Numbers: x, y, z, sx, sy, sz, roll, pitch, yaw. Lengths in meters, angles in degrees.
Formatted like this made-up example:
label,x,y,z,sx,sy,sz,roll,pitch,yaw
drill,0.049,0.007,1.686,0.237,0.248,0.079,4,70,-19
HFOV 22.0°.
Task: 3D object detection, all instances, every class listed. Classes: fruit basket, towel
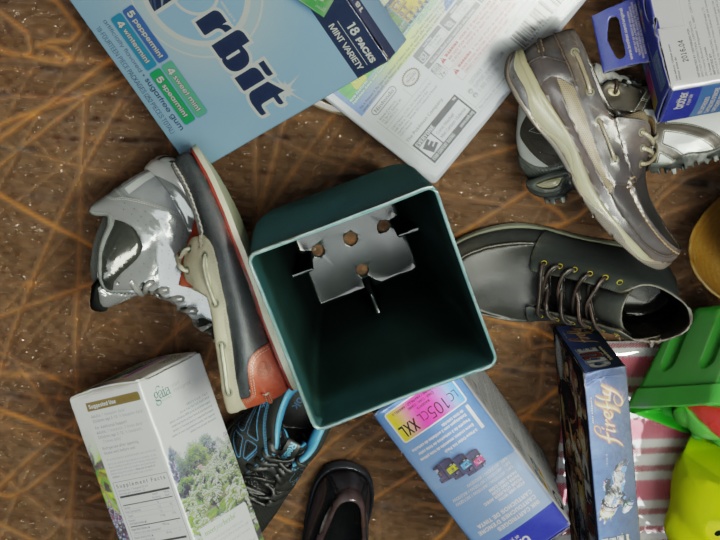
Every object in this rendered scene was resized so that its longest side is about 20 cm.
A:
label,x,y,z,sx,sy,sz,roll,pitch,yaw
fruit basket,0.314,0.145,1.471,0.215,0.155,0.217,3,84,-27
towel,0.234,0.153,1.547,0.146,0.030,0.201,0,103,-6

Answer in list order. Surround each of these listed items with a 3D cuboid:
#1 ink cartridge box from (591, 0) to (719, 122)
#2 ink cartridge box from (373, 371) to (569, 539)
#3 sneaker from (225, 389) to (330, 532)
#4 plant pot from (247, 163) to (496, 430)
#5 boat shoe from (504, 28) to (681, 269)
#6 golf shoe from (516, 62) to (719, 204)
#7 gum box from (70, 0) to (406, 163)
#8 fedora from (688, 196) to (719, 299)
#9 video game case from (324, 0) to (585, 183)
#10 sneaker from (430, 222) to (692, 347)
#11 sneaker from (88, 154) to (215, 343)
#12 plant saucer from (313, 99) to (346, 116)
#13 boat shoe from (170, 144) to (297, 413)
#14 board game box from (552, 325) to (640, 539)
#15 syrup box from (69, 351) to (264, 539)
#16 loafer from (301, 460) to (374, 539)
label,x,y,z,sx,sy,sz,roll,pitch,yaw
ink cartridge box,0.279,-0.195,1.398,0.199,0.076,0.137,-9,73,-4
ink cartridge box,0.092,0.144,1.465,0.076,0.137,0.200,-36,105,9
sneaker,-0.075,0.145,1.486,0.073,0.082,0.201,23,104,-14
plant pot,0.000,0.000,1.390,0.141,0.200,0.142,-21,107,0
boat shoe,0.187,-0.092,1.379,0.073,0.075,0.200,-34,99,15
golf shoe,0.217,-0.121,1.441,0.199,0.078,0.095,-16,106,-2
gum box,-0.094,-0.188,1.361,0.200,0.045,0.170,-27,105,34
fedora,0.343,-0.052,1.408,0.200,0.201,0.082,-20,129,1
video game case,0.049,-0.197,1.404,0.182,0.022,0.200,37,100,-14
sneaker,0.159,0.012,1.457,0.199,0.106,0.075,1,106,-5
sneaker,-0.149,0.021,1.439,0.115,0.075,0.201,-30,97,-13
plant saucer,0.007,-0.217,1.419,0.199,0.029,0.201,-2,106,-6
boat shoe,-0.104,0.006,1.379,0.062,0.071,0.201,-21,89,4
board game box,0.187,0.155,1.459,0.034,0.136,0.201,-7,103,-3
syrup box,-0.147,0.173,1.458,0.081,0.079,0.201,-16,96,35
loafer,-0.024,0.260,1.532,0.072,0.063,0.201,4,105,-6
